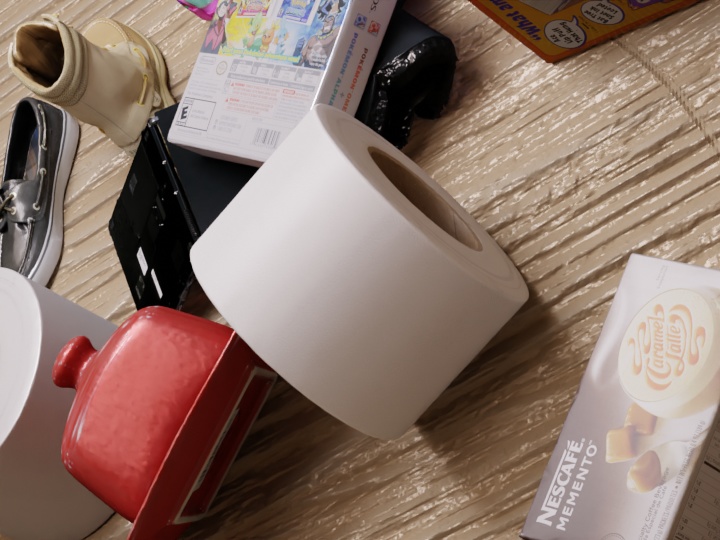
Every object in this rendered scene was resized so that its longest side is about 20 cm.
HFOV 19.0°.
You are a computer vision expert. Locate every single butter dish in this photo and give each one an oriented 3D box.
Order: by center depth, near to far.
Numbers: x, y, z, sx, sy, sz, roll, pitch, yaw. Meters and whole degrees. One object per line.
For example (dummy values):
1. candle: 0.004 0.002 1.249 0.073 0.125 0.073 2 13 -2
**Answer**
1. butter dish: -0.162 0.099 1.614 0.147 0.199 0.201 28 88 6

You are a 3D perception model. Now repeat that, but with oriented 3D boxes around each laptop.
1. laptop: -0.122 -0.052 1.826 0.200 0.103 0.178 -65 33 33

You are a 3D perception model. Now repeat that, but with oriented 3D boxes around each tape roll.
1. tape roll: 0.000 0.000 1.519 0.139 0.202 0.203 -48 42 13
2. tape roll: -0.283 0.115 1.788 0.202 0.139 0.203 -23 52 33

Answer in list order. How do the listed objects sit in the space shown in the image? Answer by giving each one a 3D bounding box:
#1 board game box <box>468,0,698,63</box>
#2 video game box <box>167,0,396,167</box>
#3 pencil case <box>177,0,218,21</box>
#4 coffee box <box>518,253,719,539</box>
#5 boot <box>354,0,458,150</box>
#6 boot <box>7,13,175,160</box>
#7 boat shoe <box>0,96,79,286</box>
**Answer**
1. board game box: 0.158 -0.308 1.558 0.199 0.200 0.201 -21 54 35
2. video game box: -0.061 -0.171 1.713 0.200 0.047 0.183 16 87 55
3. pencil case: -0.093 -0.308 1.896 0.200 0.088 0.088 -50 42 12
4. coffee box: 0.198 0.102 1.366 0.114 0.080 0.201 13 76 48
5. boot: 0.033 -0.203 1.712 0.201 0.076 0.168 -58 39 7
6. boot: -0.247 -0.187 1.917 0.073 0.155 0.200 -43 43 17
7. boat shoe: -0.309 -0.066 1.981 0.068 0.057 0.201 -15 57 38
